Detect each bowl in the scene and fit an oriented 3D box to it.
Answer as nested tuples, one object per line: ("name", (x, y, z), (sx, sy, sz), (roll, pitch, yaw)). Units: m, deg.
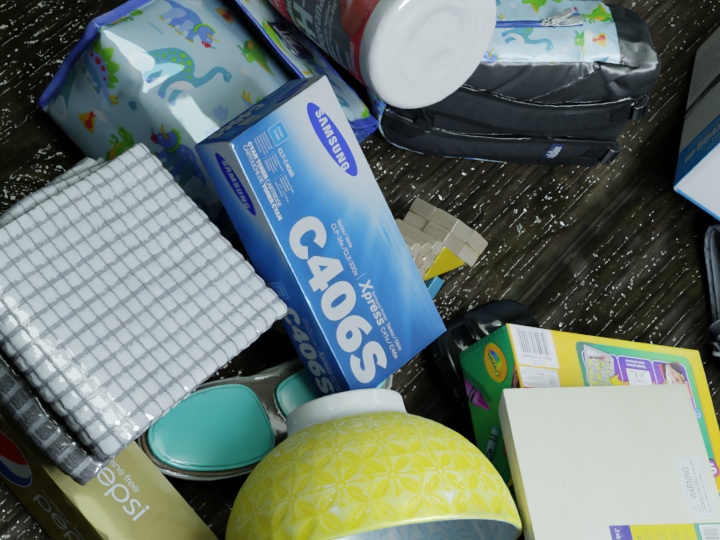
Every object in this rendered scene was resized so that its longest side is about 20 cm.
("bowl", (-0.002, 0.141, 1.409), (0.199, 0.200, 0.108), (-3, 69, -27))

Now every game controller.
("game controller", (0.128, 0.117, 1.582), (0.104, 0.042, 0.200), (-20, 79, -45))

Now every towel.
("towel", (-0.168, 0.024, 1.377), (0.166, 0.086, 0.200), (48, 41, 1))

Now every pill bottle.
("pill bottle", (-0.003, -0.209, 1.523), (0.110, 0.111, 0.200), (-18, 43, -30))

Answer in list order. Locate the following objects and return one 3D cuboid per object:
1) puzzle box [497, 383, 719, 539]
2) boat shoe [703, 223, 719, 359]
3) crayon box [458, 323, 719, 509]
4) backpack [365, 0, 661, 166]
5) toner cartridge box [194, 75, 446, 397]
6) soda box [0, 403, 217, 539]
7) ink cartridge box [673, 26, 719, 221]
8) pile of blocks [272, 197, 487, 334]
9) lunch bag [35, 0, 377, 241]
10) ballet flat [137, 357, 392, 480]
("puzzle box", (0.170, 0.159, 1.404), (0.133, 0.025, 0.200), (0, 47, -9))
("boat shoe", (0.303, 0.053, 1.667), (0.068, 0.072, 0.201), (10, 63, -24))
("crayon box", (0.173, 0.113, 1.551), (0.200, 0.058, 0.119), (9, 59, -37))
("backpack", (0.099, -0.150, 1.615), (0.199, 0.163, 0.154), (-12, 67, -19))
("toner cartridge box", (-0.025, -0.020, 1.436), (0.095, 0.043, 0.200), (-38, 111, -33))
("soda box", (-0.188, 0.129, 1.401), (0.200, 0.068, 0.064), (49, 57, 0))
("ink cartridge box", (0.339, -0.109, 1.711), (0.146, 0.084, 0.200), (32, 41, -12))
("pile of blocks", (0.000, 0.000, 1.561), (0.200, 0.082, 0.062), (-15, 33, -39))
("lunch bag", (-0.096, -0.126, 1.527), (0.170, 0.127, 0.200), (50, 44, 4))
("ballet flat", (-0.069, 0.102, 1.473), (0.200, 0.064, 0.068), (-19, 81, -29))
